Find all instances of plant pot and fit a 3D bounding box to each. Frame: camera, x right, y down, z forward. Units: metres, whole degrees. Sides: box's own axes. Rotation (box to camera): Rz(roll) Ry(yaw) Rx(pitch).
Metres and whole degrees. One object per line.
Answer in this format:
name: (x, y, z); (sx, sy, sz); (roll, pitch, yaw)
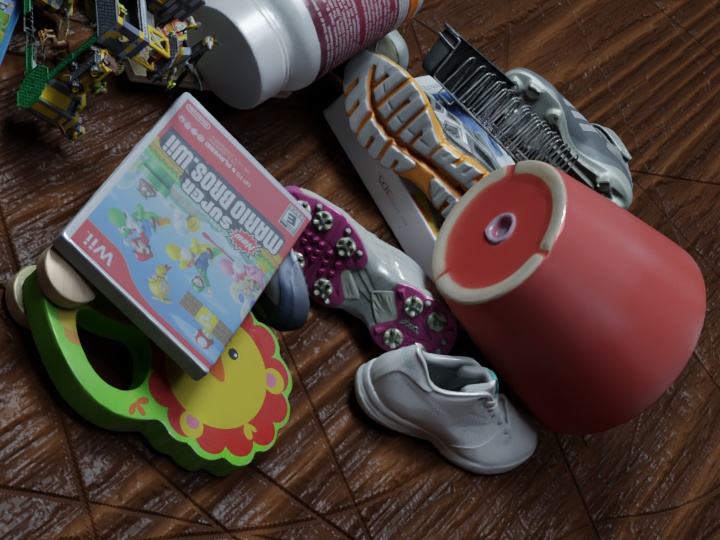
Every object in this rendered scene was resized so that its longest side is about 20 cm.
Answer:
plant pot: (0.167, 0.012, 1.321); (0.177, 0.199, 0.202); (40, 38, -34)

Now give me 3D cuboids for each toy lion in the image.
toy lion: (-0.142, 0.064, 1.144); (0.199, 0.068, 0.194); (-15, 78, -48)

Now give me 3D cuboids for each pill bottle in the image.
pill bottle: (-0.047, -0.227, 1.333); (0.199, 0.114, 0.115); (-37, 87, -32)

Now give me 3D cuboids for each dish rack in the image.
dish rack: (0.147, -0.131, 1.439); (0.200, 0.055, 0.153); (50, 13, 25)

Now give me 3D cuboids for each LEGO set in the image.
LEGO set: (-0.189, -0.189, 1.222); (0.115, 0.153, 0.201); (31, 29, -41)

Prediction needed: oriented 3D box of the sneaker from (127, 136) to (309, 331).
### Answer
sneaker: (-0.118, -0.029, 1.235); (0.081, 0.070, 0.201); (-20, 69, -40)

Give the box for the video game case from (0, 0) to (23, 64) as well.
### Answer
video game case: (-0.362, -0.215, 1.180); (0.199, 0.018, 0.144); (30, 43, -23)

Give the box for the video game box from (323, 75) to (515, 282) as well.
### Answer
video game box: (0.079, -0.093, 1.484); (0.181, 0.047, 0.201); (-19, 74, -47)

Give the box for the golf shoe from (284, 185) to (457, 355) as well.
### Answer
golf shoe: (0.000, 0.000, 1.328); (0.200, 0.075, 0.092); (43, 17, -6)

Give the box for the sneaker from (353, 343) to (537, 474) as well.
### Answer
sneaker: (0.094, 0.112, 1.299); (0.199, 0.088, 0.076); (22, 45, -37)

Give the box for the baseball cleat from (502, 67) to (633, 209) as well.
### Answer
baseball cleat: (0.220, -0.146, 1.653); (0.201, 0.069, 0.107); (50, 31, -15)

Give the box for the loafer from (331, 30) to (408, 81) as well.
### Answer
loafer: (-0.040, -0.246, 1.449); (0.200, 0.076, 0.069); (44, 42, 19)

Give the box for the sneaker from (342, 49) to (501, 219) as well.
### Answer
sneaker: (0.060, -0.120, 1.405); (0.200, 0.078, 0.077); (49, 28, -5)

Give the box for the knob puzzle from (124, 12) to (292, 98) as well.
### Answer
knob puzzle: (-0.166, -0.241, 1.377); (0.218, 0.030, 0.222); (24, 46, -28)

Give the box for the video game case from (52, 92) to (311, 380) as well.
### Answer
video game case: (-0.126, -0.031, 1.149); (0.143, 0.017, 0.201); (44, 42, -12)
